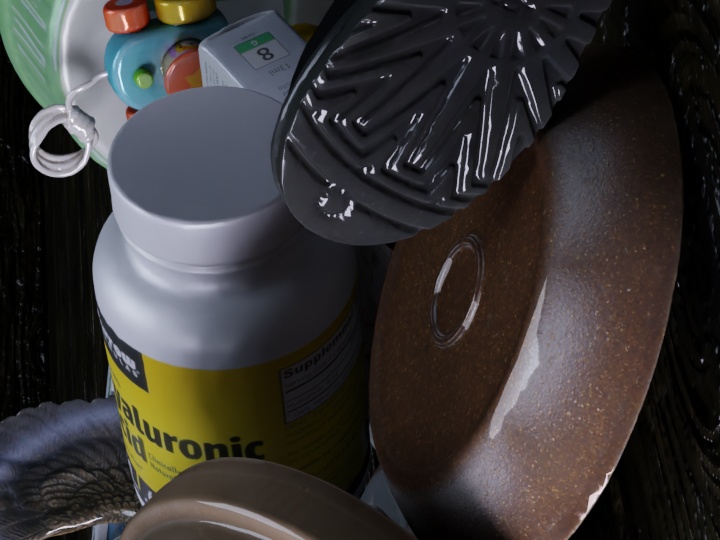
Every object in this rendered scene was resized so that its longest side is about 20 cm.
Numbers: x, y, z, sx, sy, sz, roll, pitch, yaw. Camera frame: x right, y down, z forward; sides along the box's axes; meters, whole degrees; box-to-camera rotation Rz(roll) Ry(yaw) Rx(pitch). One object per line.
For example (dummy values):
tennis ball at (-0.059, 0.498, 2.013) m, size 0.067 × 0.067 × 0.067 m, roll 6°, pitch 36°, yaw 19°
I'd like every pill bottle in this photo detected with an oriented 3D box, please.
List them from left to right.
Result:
pill bottle at (-0.054, 0.022, 0.935) m, size 0.200 × 0.111 × 0.111 m, roll 86°, pitch 175°, yaw -45°

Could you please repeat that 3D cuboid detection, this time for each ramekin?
ramekin at (-0.091, -0.139, 1.191) m, size 0.098 × 0.199 × 0.200 m, roll -125°, pitch 38°, yaw -57°

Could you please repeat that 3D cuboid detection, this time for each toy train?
toy train at (-0.059, -0.059, 1.116) m, size 0.150 × 0.200 × 0.056 m, roll -60°, pitch 29°, yaw 12°

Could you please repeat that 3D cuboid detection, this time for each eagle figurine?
eagle figurine at (-0.115, 0.141, 1.229) m, size 0.200 × 0.151 × 0.152 m, roll -19°, pitch 66°, yaw 35°

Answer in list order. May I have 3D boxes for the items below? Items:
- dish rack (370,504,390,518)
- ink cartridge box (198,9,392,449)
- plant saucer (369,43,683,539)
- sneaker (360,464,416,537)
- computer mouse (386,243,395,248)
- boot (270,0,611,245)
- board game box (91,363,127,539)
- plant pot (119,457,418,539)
dish rack at (0.004, 0.168, 0.844) m, size 0.172 × 0.044 × 0.200 m, roll 48°, pitch 146°, yaw 3°
ink cartridge box at (0.000, 0.000, 1.000) m, size 0.200 × 0.050 × 0.161 m, roll 46°, pitch 154°, yaw 32°
plant saucer at (0.048, 0.011, 0.781) m, size 0.200 × 0.037 × 0.201 m, roll -164°, pitch 90°, yaw -71°
sneaker at (0.032, 0.106, 0.907) m, size 0.200 × 0.077 × 0.082 m, roll 159°, pitch 120°, yaw -65°
computer mouse at (0.038, -0.072, 0.946) m, size 0.200 × 0.044 × 0.110 m, roll 142°, pitch 133°, yaw -81°
boot at (0.031, -0.120, 0.781) m, size 0.211 × 0.079 × 0.158 m, roll -52°, pitch 26°, yaw 10°
board game box at (-0.091, 0.109, 1.307) m, size 0.035 × 0.126 × 0.200 m, roll -103°, pitch 18°, yaw -54°
plant pot at (-0.027, 0.171, 0.765) m, size 0.201 × 0.093 × 0.201 m, roll 27°, pitch 138°, yaw 27°
